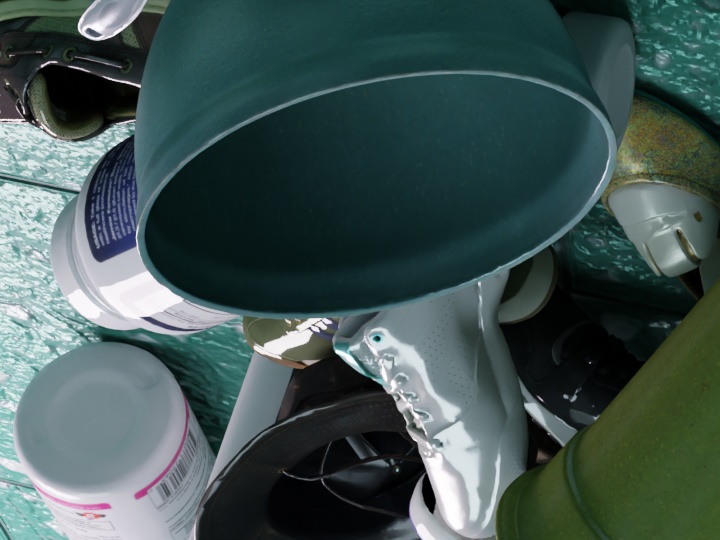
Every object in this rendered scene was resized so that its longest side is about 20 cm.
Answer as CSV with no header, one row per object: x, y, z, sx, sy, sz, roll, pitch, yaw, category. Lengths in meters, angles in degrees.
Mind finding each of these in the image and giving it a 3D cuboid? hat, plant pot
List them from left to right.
-0.007,0.097,1.425,0.200,0.081,0.201,-12,144,-9,hat
-0.005,-0.085,1.082,0.200,0.134,0.200,-10,154,-5,plant pot
0.195,0.087,1.207,0.200,0.200,0.190,24,117,-10,plant pot

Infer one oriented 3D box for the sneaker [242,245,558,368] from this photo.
0.000,0.000,1.386,0.200,0.067,0.090,-12,153,35,sneaker

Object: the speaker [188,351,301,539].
-0.051,0.130,1.532,0.081,0.200,0.081,16,156,7,speaker

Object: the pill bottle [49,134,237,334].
-0.080,-0.029,1.342,0.111,0.111,0.200,31,151,-25,pill bottle

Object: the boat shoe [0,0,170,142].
-0.149,-0.099,1.302,0.073,0.065,0.200,34,151,-31,boat shoe

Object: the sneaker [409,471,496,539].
0.087,0.197,1.424,0.200,0.081,0.146,27,133,-13,sneaker

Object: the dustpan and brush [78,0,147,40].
-0.074,-0.156,1.143,0.140,0.057,0.200,27,153,-21,dustpan and brush

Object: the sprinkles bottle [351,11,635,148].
0.024,-0.095,1.194,0.200,0.068,0.068,9,153,19,sprinkles bottle

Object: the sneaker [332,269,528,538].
0.029,0.044,1.281,0.088,0.200,0.075,-14,-161,-26,sneaker

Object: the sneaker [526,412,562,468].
0.079,0.073,1.487,0.075,0.070,0.200,7,151,33,sneaker

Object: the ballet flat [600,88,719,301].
0.169,-0.013,1.260,0.071,0.071,0.200,-7,144,42,ballet flat

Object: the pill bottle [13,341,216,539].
-0.151,0.141,1.721,0.113,0.113,0.200,10,153,17,pill bottle

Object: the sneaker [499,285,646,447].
0.150,0.070,1.383,0.088,0.076,0.200,-37,85,40,sneaker
